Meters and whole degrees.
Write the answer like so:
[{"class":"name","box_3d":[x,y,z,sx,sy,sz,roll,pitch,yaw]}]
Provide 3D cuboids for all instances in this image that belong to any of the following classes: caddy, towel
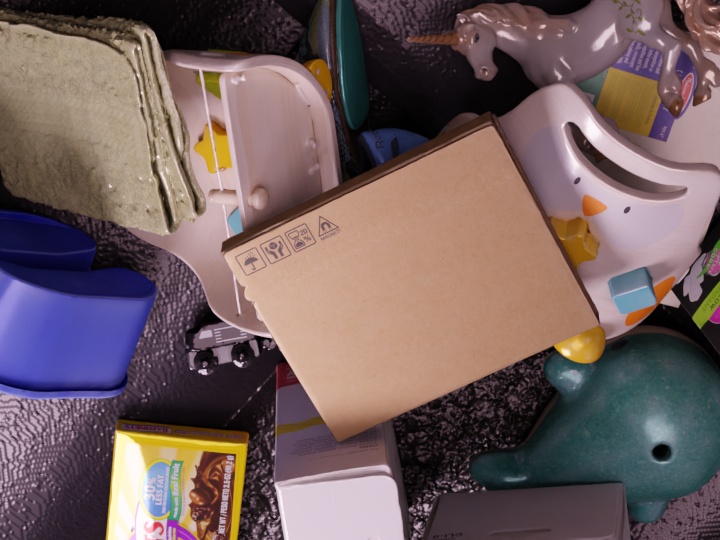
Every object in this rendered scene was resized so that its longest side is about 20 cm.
[{"class":"caddy","box_3d":[-0.235,0.032,1.457,0.141,0.199,0.106,35,105,28]},{"class":"towel","box_3d":[-0.187,-0.104,1.427,0.199,0.036,0.150,11,120,42]}]

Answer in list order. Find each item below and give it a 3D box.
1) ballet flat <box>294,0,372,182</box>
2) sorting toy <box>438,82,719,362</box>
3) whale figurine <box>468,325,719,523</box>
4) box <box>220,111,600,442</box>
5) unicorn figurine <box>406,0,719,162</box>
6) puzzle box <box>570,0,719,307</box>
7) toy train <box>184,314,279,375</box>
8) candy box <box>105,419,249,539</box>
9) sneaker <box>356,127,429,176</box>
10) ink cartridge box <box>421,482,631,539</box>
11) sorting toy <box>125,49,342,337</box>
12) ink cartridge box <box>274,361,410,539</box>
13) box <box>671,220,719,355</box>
[{"class":"ballet flat","box_3d":[-0.022,-0.097,1.481,0.074,0.074,0.202,-12,108,2]},{"class":"sorting toy","box_3d":[0.148,-0.045,1.410,0.199,0.107,0.180,29,142,-5]},{"class":"whale figurine","box_3d":[0.180,0.130,1.552,0.199,0.104,0.160,-29,110,7]},{"class":"box","box_3d":[0.034,0.009,1.381,0.199,0.021,0.164,-25,114,13]},{"class":"unicorn figurine","box_3d":[0.152,-0.146,1.445,0.199,0.074,0.138,-30,89,4]},{"class":"puzzle box","box_3d":[0.198,-0.082,1.514,0.132,0.025,0.201,15,110,-6]},{"class":"toy train","box_3d":[-0.033,0.035,1.548,0.198,0.034,0.046,-12,99,3]},{"class":"candy box","box_3d":[-0.145,0.213,1.614,0.101,0.026,0.202,6,110,-1]},{"class":"sneaker","box_3d":[0.000,0.000,1.436,0.078,0.066,0.202,10,105,-25]},{"class":"ink cartridge box","box_3d":[0.125,0.268,1.491,0.144,0.145,0.202,-5,106,10]},{"class":"sorting toy","box_3d":[-0.110,-0.078,1.450,0.179,0.107,0.201,11,123,32]},{"class":"ink cartridge box","box_3d":[-0.011,0.163,1.506,0.083,0.200,0.146,-9,111,2]},{"class":"box","box_3d":[0.333,0.028,1.456,0.124,0.200,0.149,27,109,-28]}]
